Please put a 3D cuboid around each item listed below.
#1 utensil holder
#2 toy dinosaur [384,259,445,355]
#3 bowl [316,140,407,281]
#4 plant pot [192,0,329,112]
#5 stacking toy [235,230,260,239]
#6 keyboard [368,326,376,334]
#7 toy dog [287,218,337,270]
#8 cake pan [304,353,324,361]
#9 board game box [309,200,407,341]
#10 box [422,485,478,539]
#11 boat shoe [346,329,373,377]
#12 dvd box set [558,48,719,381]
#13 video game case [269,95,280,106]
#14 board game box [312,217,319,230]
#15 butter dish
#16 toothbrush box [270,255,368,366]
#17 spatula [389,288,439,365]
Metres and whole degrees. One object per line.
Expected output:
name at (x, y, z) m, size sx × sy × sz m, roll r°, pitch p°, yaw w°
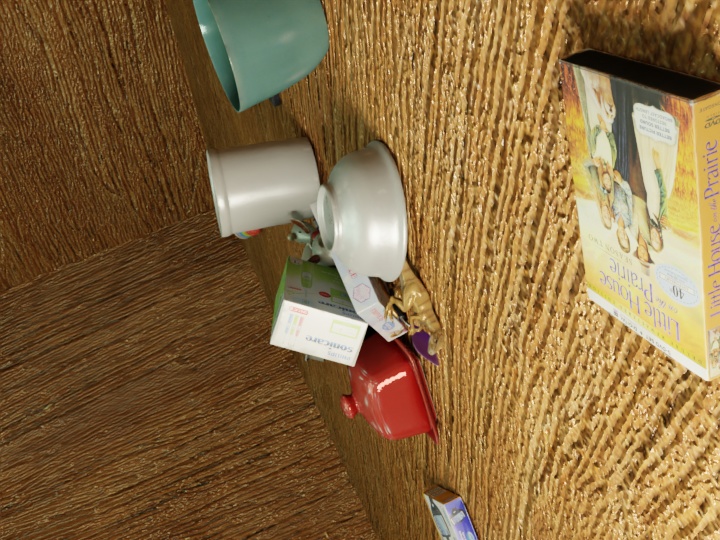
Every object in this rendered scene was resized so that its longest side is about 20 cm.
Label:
utensil holder at (-0.189, -0.168, 1.676) m, size 0.170 × 0.197 × 0.172 m, roll 168°, pitch 90°, yaw -79°
toy dinosaur at (0.075, 0.027, 1.276) m, size 0.106 × 0.060 × 0.202 m, roll -28°, pitch 86°, yaw 52°
bowl at (-0.008, -0.079, 1.223) m, size 0.201 × 0.089 × 0.204 m, roll 172°, pitch 90°, yaw -73°
plant pot at (-0.141, -0.356, 1.264) m, size 0.200 × 0.159 × 0.203 m, roll 158°, pitch 90°, yaw -78°
stacking toy at (-0.400, -0.155, 3.061) m, size 0.086 × 0.085 × 0.200 m, roll 70°, pitch 164°, yaw -9°
keyboard at (0.030, 0.071, 1.610) m, size 0.104 × 0.040 × 0.200 m, roll 43°, pitch 163°, yaw 8°
toy dog at (-0.090, -0.040, 1.610) m, size 0.199 × 0.095 × 0.133 m, roll -12°, pitch 97°, yaw 63°
cake pan at (-0.054, 0.093, 1.699) m, size 0.036 × 0.202 × 0.201 m, roll 23°, pitch 160°, yaw 4°
board game box at (0.000, 0.000, 1.400) m, size 0.201 × 0.041 × 0.200 m, roll 66°, pitch -172°, yaw 21°
box at (0.176, 0.482, 1.628) m, size 0.200 × 0.041 × 0.120 m, roll 136°, pitch 112°, yaw -80°
boat shoe at (-0.006, 0.163, 1.697) m, size 0.200 × 0.071 × 0.073 m, roll -106°, pitch 27°, yaw -64°
dvd box set at (0.198, -0.042, 0.595) m, size 0.146 × 0.029 × 0.202 m, roll -131°, pitch 23°, yaw -59°
video game case at (-0.221, -0.455, 1.820) m, size 0.201 × 0.019 × 0.144 m, roll -122°, pitch 15°, yaw -45°
board game box at (-0.050, -0.063, 1.710) m, size 0.200 × 0.032 × 0.121 m, roll 159°, pitch 93°, yaw -79°
butter dish at (0.033, 0.213, 1.519) m, size 0.200 × 0.146 × 0.201 m, roll 45°, pitch 157°, yaw 62°
toothbrush box at (-0.070, 0.065, 1.457) m, size 0.200 × 0.144 × 0.087 m, roll -94°, pitch 22°, yaw -68°
spatula at (0.078, 0.080, 1.360) m, size 0.056 × 0.021 × 0.200 m, roll 34°, pitch -168°, yaw -30°
